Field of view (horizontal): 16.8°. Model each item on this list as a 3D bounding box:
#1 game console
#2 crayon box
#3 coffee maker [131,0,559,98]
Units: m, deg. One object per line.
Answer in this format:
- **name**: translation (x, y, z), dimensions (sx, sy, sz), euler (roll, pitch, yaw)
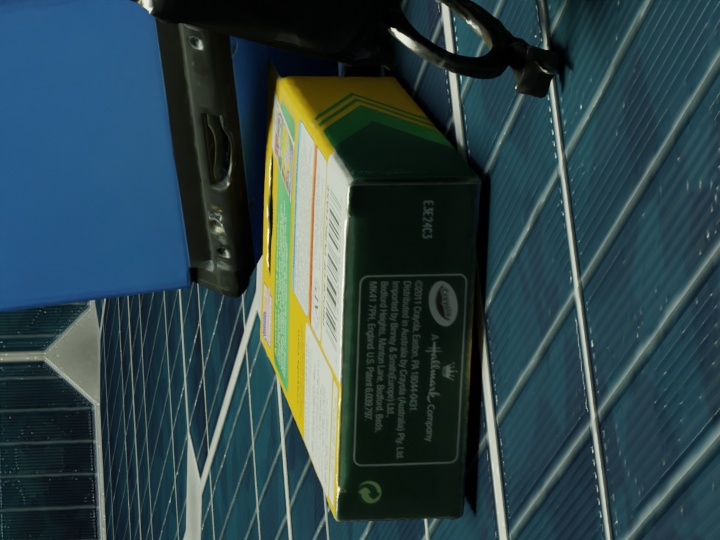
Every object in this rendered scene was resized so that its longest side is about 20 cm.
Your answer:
- **game console**: translation (-0.095, -0.087, 1.037), dimensions (0.201, 0.118, 0.171), euler (88, -155, -52)
- **crayon box**: translation (0.000, 0.000, 0.941), dimensions (0.200, 0.051, 0.127), euler (-122, 32, -70)
- **coffee maker**: translation (-0.004, -0.173, 0.680), dimensions (0.135, 0.191, 0.201), euler (48, 121, 42)
